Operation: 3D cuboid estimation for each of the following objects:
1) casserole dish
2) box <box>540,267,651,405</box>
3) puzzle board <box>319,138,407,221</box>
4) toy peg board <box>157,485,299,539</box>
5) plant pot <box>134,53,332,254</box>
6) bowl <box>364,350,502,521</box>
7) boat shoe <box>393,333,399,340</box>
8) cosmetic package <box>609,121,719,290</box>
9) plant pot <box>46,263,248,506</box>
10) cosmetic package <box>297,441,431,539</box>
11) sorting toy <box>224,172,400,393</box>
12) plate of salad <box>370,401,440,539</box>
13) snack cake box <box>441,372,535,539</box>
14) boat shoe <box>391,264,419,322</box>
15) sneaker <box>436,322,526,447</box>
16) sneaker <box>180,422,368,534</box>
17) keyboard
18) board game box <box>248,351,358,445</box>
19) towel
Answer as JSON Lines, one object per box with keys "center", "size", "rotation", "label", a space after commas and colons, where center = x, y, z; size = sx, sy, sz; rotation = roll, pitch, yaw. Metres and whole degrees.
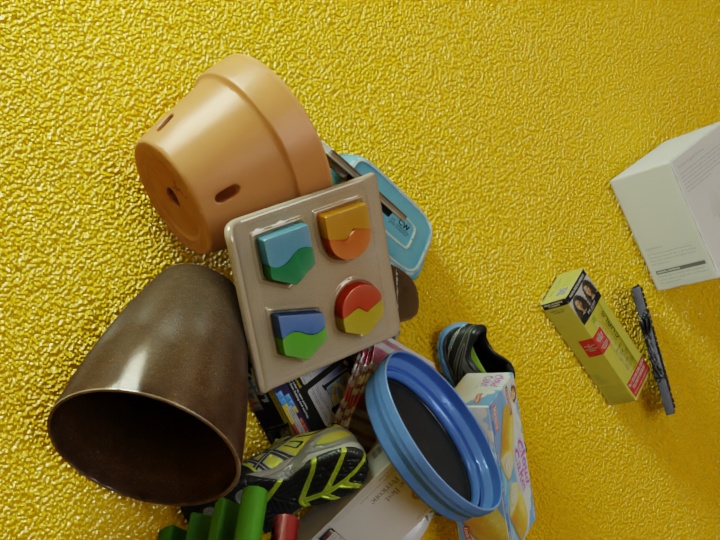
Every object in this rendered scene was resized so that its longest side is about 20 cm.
{"center": [0.022, -0.064, 1.424], "size": [0.200, 0.039, 0.121], "rotation": [42, 55, -26], "label": "casserole dish"}
{"center": [0.344, 0.098, 1.651], "size": [0.200, 0.050, 0.075], "rotation": [54, 49, -17], "label": "box"}
{"center": [-0.038, -0.129, 1.278], "size": [0.017, 0.151, 0.200], "rotation": [-50, 149, 2], "label": "puzzle board"}
{"center": [-0.101, 0.306, 1.118], "size": [0.199, 0.200, 0.098], "rotation": [34, 43, -29], "label": "toy peg board"}
{"center": [-0.145, -0.110, 1.202], "size": [0.140, 0.200, 0.201], "rotation": [-33, 101, -24], "label": "plant pot"}
{"center": [0.078, 0.180, 1.224], "size": [0.201, 0.039, 0.201], "rotation": [45, 21, -22], "label": "bowl"}
{"center": [0.000, 0.000, 1.356], "size": [0.062, 0.074, 0.200], "rotation": [-50, 120, -49], "label": "boat shoe"}
{"center": [0.531, -0.105, 1.821], "size": [0.199, 0.123, 0.201], "rotation": [-32, 101, -41], "label": "cosmetic package"}
{"center": [-0.186, 0.097, 1.122], "size": [0.187, 0.187, 0.200], "rotation": [40, 41, -26], "label": "plant pot"}
{"center": [-0.011, 0.280, 1.213], "size": [0.200, 0.051, 0.083], "rotation": [-45, 115, 4], "label": "cosmetic package"}
{"center": [-0.039, 0.012, 1.171], "size": [0.200, 0.036, 0.186], "rotation": [-23, 113, -34], "label": "sorting toy"}
{"center": [0.058, 0.252, 1.313], "size": [0.200, 0.048, 0.201], "rotation": [-26, 123, -49], "label": "plate of salad"}
{"center": [0.157, 0.238, 1.386], "size": [0.115, 0.067, 0.201], "rotation": [-34, 117, -61], "label": "snack cake box"}
{"center": [-0.019, 0.028, 1.270], "size": [0.199, 0.064, 0.072], "rotation": [6, 73, -41], "label": "boat shoe"}
{"center": [0.165, 0.160, 1.454], "size": [0.071, 0.083, 0.200], "rotation": [-29, 98, -46], "label": "sneaker"}
{"center": [-0.091, 0.221, 1.193], "size": [0.199, 0.076, 0.076], "rotation": [-16, 117, -7], "label": "sneaker"}
{"center": [0.445, 0.119, 1.715], "size": [0.127, 0.021, 0.201], "rotation": [-7, 81, -74], "label": "keyboard"}
{"center": [-0.066, 0.092, 1.291], "size": [0.165, 0.057, 0.201], "rotation": [-34, 101, -43], "label": "board game box"}
{"center": [0.022, 0.181, 1.299], "size": [0.146, 0.030, 0.201], "rotation": [31, 76, -53], "label": "towel"}
